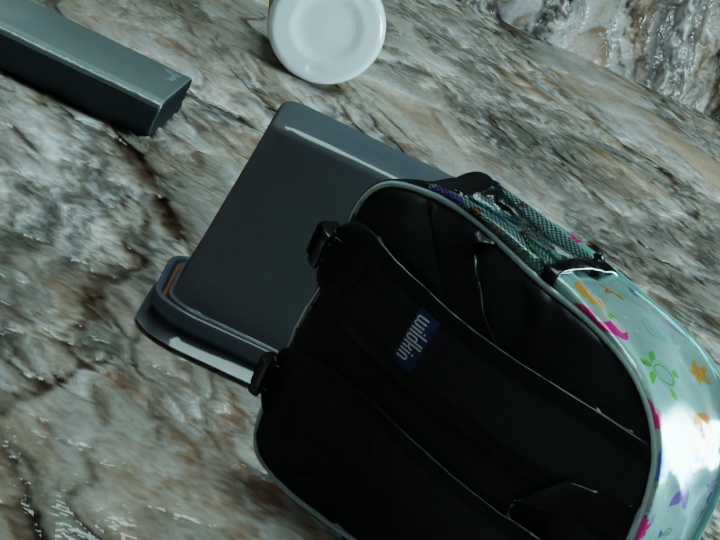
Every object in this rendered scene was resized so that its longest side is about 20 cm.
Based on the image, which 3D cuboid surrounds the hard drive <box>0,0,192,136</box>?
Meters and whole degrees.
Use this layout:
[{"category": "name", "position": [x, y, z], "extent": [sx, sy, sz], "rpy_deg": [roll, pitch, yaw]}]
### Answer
[{"category": "hard drive", "position": [-0.227, -0.161, 1.725], "extent": [0.200, 0.033, 0.140], "rpy_deg": [26, 13, -1]}]

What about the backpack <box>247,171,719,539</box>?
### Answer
[{"category": "backpack", "position": [0.071, 0.070, 1.080], "extent": [0.151, 0.178, 0.200], "rpy_deg": [2, 31, -50]}]

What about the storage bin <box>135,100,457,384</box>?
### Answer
[{"category": "storage bin", "position": [0.000, 0.000, 1.305], "extent": [0.200, 0.134, 0.146], "rpy_deg": [26, 13, -3]}]

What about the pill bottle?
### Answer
[{"category": "pill bottle", "position": [-0.033, -0.248, 2.261], "extent": [0.111, 0.111, 0.200], "rpy_deg": [24, 12, -7]}]
